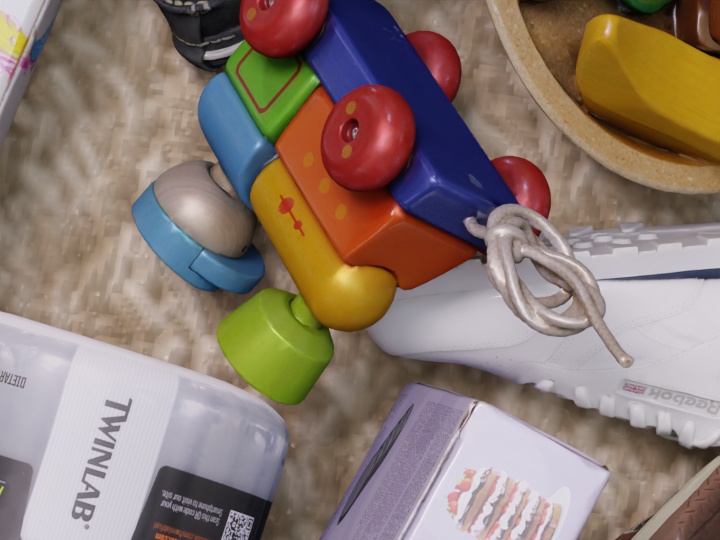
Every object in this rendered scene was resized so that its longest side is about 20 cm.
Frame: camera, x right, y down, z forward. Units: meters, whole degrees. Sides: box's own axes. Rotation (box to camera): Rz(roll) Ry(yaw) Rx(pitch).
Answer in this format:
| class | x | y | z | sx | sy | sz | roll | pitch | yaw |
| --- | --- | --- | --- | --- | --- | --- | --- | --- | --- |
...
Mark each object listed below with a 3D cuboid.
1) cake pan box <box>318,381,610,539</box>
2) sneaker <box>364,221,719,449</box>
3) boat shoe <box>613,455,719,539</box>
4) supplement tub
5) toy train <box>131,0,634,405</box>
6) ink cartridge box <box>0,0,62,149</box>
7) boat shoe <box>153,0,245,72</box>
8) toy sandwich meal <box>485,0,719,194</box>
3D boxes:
| class | x | y | z | sx | sy | sz | roll | pitch | yaw |
| --- | --- | --- | --- | --- | --- | --- | --- | --- | --- |
| cake pan box | -0.003 | 0.131 | 0.797 | 0.052 | 0.184 | 0.200 | 29 | 85 | -2 |
| sneaker | 0.100 | 0.025 | 0.884 | 0.200 | 0.076 | 0.081 | -2 | 100 | -4 |
| boat shoe | 0.081 | 0.139 | 0.856 | 0.202 | 0.075 | 0.075 | -36 | 89 | -22 |
| supplement tub | -0.107 | 0.123 | 0.822 | 0.122 | 0.123 | 0.200 | 18 | 82 | -5 |
| toy train | 0.000 | 0.000 | 0.818 | 0.116 | 0.085 | 0.200 | -48 | 46 | 19 |
| ink cartridge box | -0.176 | -0.097 | 0.854 | 0.146 | 0.083 | 0.200 | 23 | 82 | -4 |
| boat shoe | 0.011 | -0.142 | 0.899 | 0.200 | 0.072 | 0.068 | -32 | 127 | -15 |
| toy sandwich meal | 0.130 | -0.117 | 0.870 | 0.205 | 0.070 | 0.205 | 1 | 87 | -33 |
